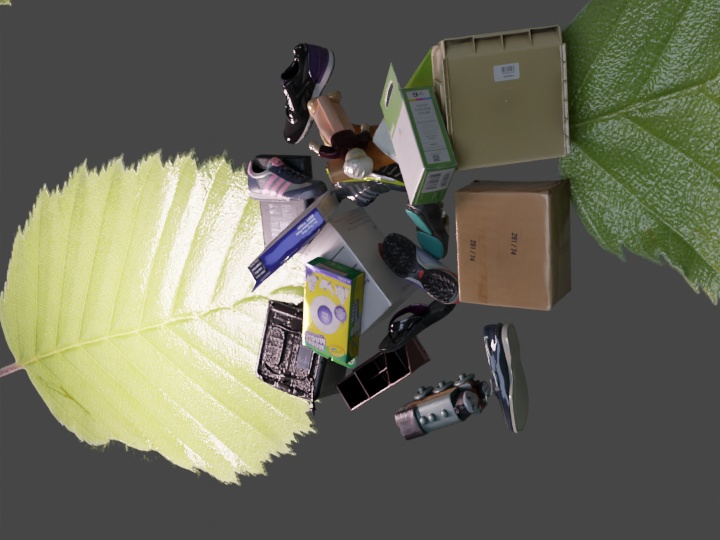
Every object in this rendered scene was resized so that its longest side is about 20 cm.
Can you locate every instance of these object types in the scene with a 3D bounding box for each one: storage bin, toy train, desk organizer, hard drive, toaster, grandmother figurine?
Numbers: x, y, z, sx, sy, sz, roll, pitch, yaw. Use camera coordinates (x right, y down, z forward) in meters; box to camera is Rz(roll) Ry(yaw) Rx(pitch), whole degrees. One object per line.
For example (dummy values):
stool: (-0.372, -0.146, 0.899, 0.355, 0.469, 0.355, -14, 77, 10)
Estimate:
storage bin: (0.220, -0.269, 1.196, 0.194, 0.094, 0.205, -7, 104, -2)
toy train: (0.159, 0.267, 1.467, 0.197, 0.113, 0.087, -26, 91, 38)
desk organizer: (0.043, 0.209, 1.553, 0.199, 0.076, 0.073, -39, 83, 37)
hard drive: (-0.157, -0.142, 1.606, 0.136, 0.033, 0.206, 7, 109, 33)
toaster: (-0.121, 0.176, 1.611, 0.177, 0.118, 0.206, 15, 95, 31)
grandmother figurine: (-0.034, -0.238, 1.356, 0.202, 0.119, 0.061, 60, 173, 35)

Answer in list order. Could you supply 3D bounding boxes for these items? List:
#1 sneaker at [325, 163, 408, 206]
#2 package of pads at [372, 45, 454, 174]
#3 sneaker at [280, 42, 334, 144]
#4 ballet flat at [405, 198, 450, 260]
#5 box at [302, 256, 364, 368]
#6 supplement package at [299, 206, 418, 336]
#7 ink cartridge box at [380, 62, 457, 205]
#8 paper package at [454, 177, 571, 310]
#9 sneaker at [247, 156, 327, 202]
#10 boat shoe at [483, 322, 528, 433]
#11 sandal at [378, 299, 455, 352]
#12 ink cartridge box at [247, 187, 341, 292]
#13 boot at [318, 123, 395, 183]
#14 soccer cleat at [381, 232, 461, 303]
sneaker: (0.024, -0.166, 1.457, 0.196, 0.074, 0.083, 10, 125, 36)
package of pads: (0.129, -0.262, 1.301, 0.153, 0.068, 0.202, 38, 99, 17)
sneaker: (-0.128, -0.347, 1.471, 0.076, 0.086, 0.203, 53, 129, 44)
ballet flat: (0.132, -0.086, 1.363, 0.071, 0.201, 0.075, -7, 64, 15)
box: (-0.056, 0.088, 1.453, 0.115, 0.048, 0.205, 19, 119, 31)
supplement package: (0.000, 0.000, 1.486, 0.202, 0.120, 0.120, 52, 128, 8)
ink cartridge box: (0.090, -0.221, 1.207, 0.104, 0.058, 0.205, 108, 150, -63)
paper package: (0.261, -0.049, 1.298, 0.187, 0.103, 0.206, 5, 109, 35)
sneaker: (-0.154, -0.186, 1.525, 0.195, 0.070, 0.084, 4, 111, 32)
boat shoe: (0.264, 0.199, 1.395, 0.060, 0.074, 0.206, -6, 101, 34)
sandal: (0.103, 0.091, 1.473, 0.048, 0.076, 0.199, 44, 120, -14)
ink cartridge box: (-0.134, -0.064, 1.477, 0.198, 0.201, 0.041, -40, 100, 20)
boot: (-0.002, -0.255, 1.435, 0.140, 0.071, 0.205, -18, 52, 7)
soccer cleat: (0.120, -0.001, 1.423, 0.199, 0.072, 0.069, 38, 104, 32)
